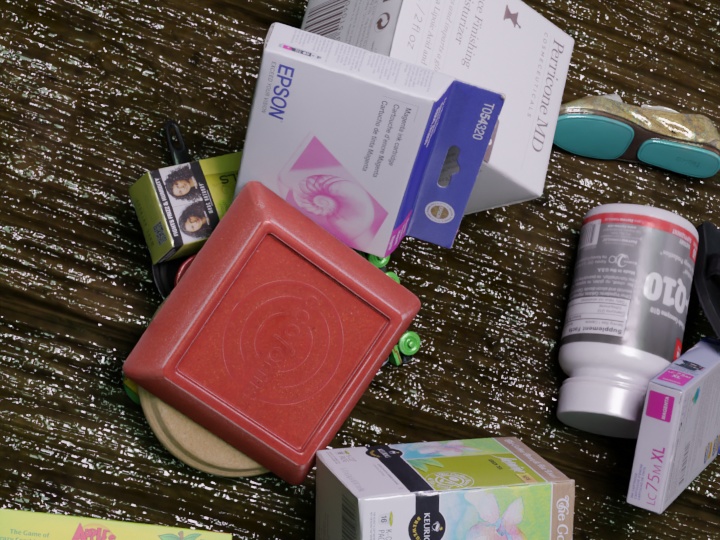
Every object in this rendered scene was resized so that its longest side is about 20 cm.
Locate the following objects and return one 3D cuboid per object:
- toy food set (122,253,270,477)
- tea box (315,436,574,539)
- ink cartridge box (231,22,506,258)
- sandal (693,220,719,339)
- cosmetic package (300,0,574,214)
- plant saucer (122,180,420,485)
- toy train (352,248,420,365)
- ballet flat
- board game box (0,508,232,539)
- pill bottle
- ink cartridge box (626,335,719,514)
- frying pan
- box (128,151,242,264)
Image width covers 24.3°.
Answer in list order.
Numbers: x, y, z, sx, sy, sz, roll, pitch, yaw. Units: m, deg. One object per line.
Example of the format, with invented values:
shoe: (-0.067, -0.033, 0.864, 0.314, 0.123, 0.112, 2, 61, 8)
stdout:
toy food set: (-0.103, 0.082, 1.468, 0.198, 0.049, 0.200, 42, 86, -21)
tea box: (0.068, 0.261, 1.432, 0.194, 0.134, 0.203, -3, 102, -18)
ink cartridge box: (0.001, -0.096, 1.390, 0.198, 0.197, 0.044, 18, 49, 1)
sandal: (0.354, 0.012, 1.591, 0.075, 0.048, 0.201, 39, 29, -24)
cosmetic package: (0.058, -0.167, 1.503, 0.199, 0.164, 0.167, 27, 67, -33)
plant saucer: (-0.069, 0.060, 1.429, 0.199, 0.037, 0.201, 35, 89, -22)
toy train: (0.000, 0.000, 1.517, 0.056, 0.042, 0.202, -25, 108, -19)
ballet flat: (0.269, -0.142, 1.656, 0.197, 0.071, 0.072, 11, 75, -14)
board game box: (-0.216, 0.236, 1.398, 0.197, 0.102, 0.048, 9, 76, -15)
pill bottle: (0.250, 0.049, 1.576, 0.113, 0.114, 0.202, 16, 74, -13)
ink cartridge box: (0.305, 0.135, 1.547, 0.199, 0.042, 0.121, -21, 123, -56)
frying pan: (-0.158, -0.030, 1.507, 0.115, 0.031, 0.191, -37, 87, -30)
box: (-0.105, -0.066, 1.501, 0.198, 0.050, 0.076, -14, 80, -35)
